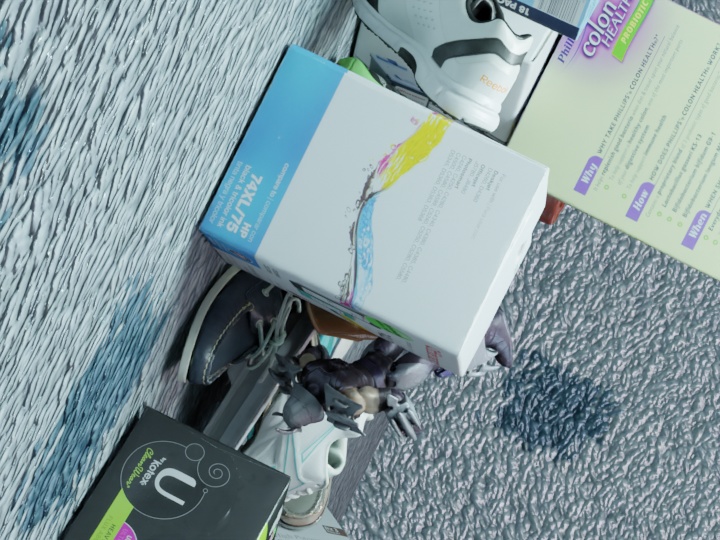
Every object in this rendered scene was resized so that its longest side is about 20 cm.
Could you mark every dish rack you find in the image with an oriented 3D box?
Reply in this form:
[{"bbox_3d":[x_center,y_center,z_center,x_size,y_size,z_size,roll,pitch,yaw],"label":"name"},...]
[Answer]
[{"bbox_3d":[-0.088,0.093,1.660,0.200,0.043,0.172,-58,180,39],"label":"dish rack"}]

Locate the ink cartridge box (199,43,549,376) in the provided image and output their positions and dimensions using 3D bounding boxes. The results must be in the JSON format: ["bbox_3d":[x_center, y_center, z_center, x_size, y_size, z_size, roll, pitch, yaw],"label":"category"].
[{"bbox_3d":[0.014,-0.038,1.414,0.147,0.199,0.147,-63,172,-6],"label":"ink cartridge box"}]

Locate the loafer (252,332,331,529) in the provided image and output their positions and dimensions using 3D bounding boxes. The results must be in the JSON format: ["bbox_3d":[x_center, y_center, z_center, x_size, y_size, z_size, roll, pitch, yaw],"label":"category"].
[{"bbox_3d":[-0.061,0.127,1.786,0.063,0.071,0.201,100,-11,-62],"label":"loafer"}]

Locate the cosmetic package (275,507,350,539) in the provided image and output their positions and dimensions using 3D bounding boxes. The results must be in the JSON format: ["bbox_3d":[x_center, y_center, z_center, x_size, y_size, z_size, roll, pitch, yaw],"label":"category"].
[{"bbox_3d":[-0.069,0.252,1.802,0.074,0.101,0.200,-64,-144,18],"label":"cosmetic package"}]

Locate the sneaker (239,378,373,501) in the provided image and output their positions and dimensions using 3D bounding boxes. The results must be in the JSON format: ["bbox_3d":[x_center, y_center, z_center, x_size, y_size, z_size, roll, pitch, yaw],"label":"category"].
[{"bbox_3d":[-0.062,0.160,1.640,0.201,0.080,0.070,-55,-178,34],"label":"sneaker"}]

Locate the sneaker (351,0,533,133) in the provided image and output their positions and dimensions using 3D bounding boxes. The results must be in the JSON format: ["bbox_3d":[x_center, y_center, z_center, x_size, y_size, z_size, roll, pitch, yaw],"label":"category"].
[{"bbox_3d":[0.061,-0.176,1.431,0.073,0.200,0.080,18,112,-38],"label":"sneaker"}]

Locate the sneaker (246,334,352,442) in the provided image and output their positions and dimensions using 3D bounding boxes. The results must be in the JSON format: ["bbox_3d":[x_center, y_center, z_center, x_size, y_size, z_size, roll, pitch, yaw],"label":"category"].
[{"bbox_3d":[-0.066,0.097,1.896,0.080,0.077,0.201,14,94,-68],"label":"sneaker"}]

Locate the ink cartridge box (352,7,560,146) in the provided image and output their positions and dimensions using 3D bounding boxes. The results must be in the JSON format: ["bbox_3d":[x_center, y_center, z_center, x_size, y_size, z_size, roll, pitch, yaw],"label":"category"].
[{"bbox_3d":[0.071,-0.162,1.620,0.086,0.146,0.200,-58,170,-31],"label":"ink cartridge box"}]

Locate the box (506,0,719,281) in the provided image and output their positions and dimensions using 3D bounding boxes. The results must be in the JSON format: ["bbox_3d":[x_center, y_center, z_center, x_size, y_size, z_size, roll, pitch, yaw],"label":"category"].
[{"bbox_3d":[0.237,-0.114,1.586,0.177,0.199,0.097,-64,171,6],"label":"box"}]

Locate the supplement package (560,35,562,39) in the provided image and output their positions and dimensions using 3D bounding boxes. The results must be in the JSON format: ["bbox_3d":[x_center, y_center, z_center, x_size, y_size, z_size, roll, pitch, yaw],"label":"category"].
[{"bbox_3d":[0.141,-0.288,1.674,0.200,0.150,0.152,-59,170,-37],"label":"supplement package"}]

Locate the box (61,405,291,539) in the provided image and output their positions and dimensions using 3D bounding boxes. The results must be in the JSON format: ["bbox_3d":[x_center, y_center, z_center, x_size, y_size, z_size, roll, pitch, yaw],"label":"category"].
[{"bbox_3d":[-0.144,0.224,1.480,0.149,0.124,0.200,-61,173,-32],"label":"box"}]

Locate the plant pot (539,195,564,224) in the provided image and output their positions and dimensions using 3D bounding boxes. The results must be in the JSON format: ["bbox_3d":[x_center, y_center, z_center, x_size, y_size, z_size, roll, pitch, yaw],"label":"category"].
[{"bbox_3d":[0.118,-0.149,1.816,0.201,0.194,0.201,-63,173,-14],"label":"plant pot"}]

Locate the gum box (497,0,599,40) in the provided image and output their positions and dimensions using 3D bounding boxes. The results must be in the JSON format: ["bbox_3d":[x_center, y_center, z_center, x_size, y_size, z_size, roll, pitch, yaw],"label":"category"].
[{"bbox_3d":[0.122,-0.275,1.510,0.200,0.169,0.045,-57,169,-44],"label":"gum box"}]

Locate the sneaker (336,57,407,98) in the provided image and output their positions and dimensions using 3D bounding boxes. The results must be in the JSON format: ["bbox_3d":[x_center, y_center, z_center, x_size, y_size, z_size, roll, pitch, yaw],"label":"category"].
[{"bbox_3d":[0.002,-0.093,1.604,0.077,0.083,0.200,-61,172,-19],"label":"sneaker"}]

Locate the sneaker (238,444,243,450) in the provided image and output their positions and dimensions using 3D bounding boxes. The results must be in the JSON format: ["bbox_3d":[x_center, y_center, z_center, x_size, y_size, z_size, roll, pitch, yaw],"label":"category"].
[{"bbox_3d":[-0.152,0.242,1.773,0.201,0.080,0.086,-66,-164,-2],"label":"sneaker"}]

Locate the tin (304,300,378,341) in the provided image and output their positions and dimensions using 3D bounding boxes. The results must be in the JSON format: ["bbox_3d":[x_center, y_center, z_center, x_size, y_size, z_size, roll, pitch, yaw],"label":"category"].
[{"bbox_3d":[0.000,0.000,1.614,0.200,0.042,0.113,15,80,-73],"label":"tin"}]

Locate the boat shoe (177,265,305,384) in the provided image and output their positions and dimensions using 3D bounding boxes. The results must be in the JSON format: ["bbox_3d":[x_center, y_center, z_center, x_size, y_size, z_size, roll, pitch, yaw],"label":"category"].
[{"bbox_3d":[-0.080,0.035,1.534,0.075,0.062,0.200,-66,173,27],"label":"boat shoe"}]

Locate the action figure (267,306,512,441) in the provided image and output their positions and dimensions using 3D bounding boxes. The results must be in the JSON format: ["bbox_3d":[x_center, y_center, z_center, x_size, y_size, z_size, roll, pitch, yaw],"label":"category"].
[{"bbox_3d":[0.018,0.075,1.503,0.199,0.130,0.070,-28,134,-27],"label":"action figure"}]
